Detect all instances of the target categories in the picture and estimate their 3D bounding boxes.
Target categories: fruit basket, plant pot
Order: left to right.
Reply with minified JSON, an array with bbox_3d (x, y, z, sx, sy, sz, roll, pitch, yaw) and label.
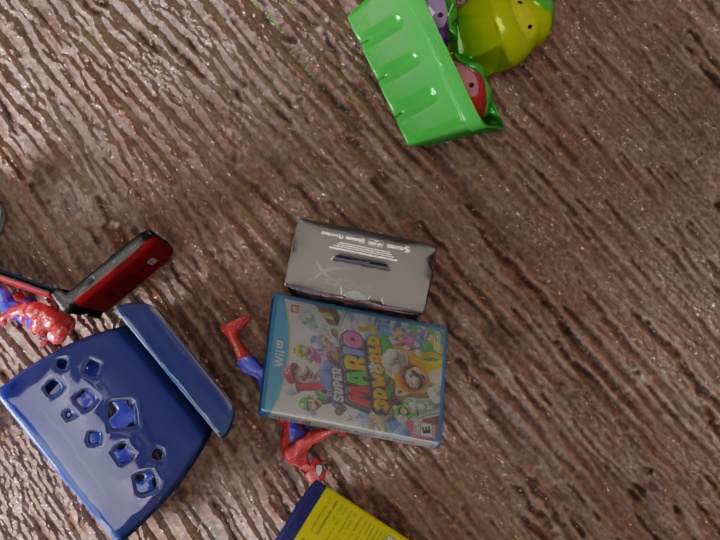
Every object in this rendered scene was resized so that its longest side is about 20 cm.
[{"bbox_3d":[-0.242,0.148,1.569,0.180,0.200,0.200,-39,88,-8],"label":"plant pot"},{"bbox_3d":[0.117,-0.250,1.631,0.215,0.155,0.216,1,94,15],"label":"fruit basket"}]

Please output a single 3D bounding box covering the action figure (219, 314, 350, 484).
[{"bbox_3d":[-0.068,0.133,1.633,0.099,0.065,0.200,-25,86,2],"label":"action figure"}]

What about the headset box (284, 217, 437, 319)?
[{"bbox_3d":[0.000,0.000,1.576,0.148,0.200,0.075,11,86,1],"label":"headset box"}]

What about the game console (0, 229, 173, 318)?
[{"bbox_3d":[-0.305,-0.015,1.572,0.172,0.200,0.119,-40,89,-3],"label":"game console"}]

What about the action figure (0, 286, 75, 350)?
[{"bbox_3d":[-0.349,0.051,1.570,0.065,0.200,0.052,29,80,-31],"label":"action figure"}]

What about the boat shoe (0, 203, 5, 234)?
[{"bbox_3d":[-0.454,0.005,1.637,0.073,0.065,0.201,17,86,0],"label":"boat shoe"}]

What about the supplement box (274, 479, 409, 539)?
[{"bbox_3d":[-0.002,0.333,1.585,0.200,0.110,0.109,33,64,2],"label":"supplement box"}]

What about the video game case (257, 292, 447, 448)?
[{"bbox_3d":[-0.005,0.108,1.611,0.199,0.018,0.144,12,60,-11],"label":"video game case"}]
